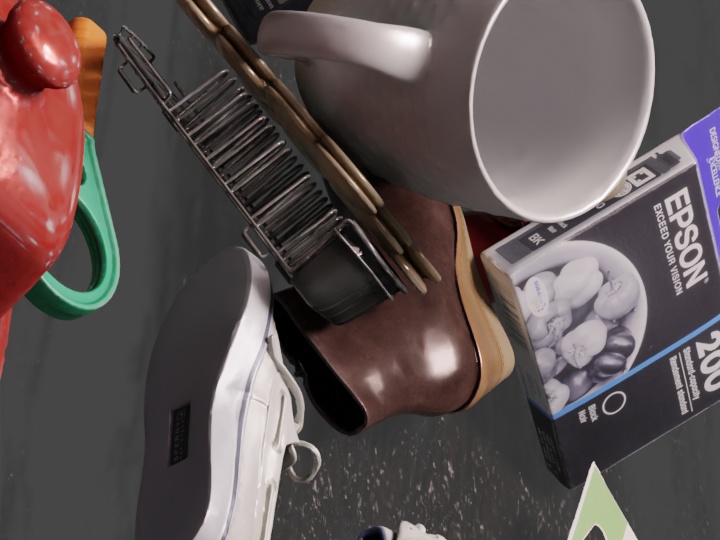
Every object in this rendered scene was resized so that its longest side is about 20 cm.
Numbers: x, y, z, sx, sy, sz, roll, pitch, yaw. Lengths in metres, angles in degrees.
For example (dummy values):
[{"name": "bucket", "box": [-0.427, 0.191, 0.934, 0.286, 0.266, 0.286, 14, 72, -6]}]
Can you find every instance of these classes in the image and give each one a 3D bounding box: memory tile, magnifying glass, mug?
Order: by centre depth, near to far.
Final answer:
[{"name": "magnifying glass", "box": [-0.155, -0.058, 1.348, 0.080, 0.022, 0.201, 41, 34, -35]}, {"name": "mug", "box": [0.034, -0.115, 1.405, 0.200, 0.175, 0.148, 8, 95, -44]}, {"name": "memory tile", "box": [-0.032, -0.078, 1.444, 0.200, 0.017, 0.153, 49, 0, 31]}]

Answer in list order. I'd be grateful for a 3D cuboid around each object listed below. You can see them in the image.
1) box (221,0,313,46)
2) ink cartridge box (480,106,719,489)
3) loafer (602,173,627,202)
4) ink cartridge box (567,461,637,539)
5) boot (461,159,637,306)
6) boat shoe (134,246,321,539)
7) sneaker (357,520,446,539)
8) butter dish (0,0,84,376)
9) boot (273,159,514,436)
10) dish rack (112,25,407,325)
[{"name": "box", "box": [0.013, -0.256, 1.614, 0.118, 0.200, 0.197, 59, 27, -5]}, {"name": "ink cartridge box", "box": [0.186, 0.018, 1.619, 0.043, 0.200, 0.199, 43, -20, 47]}, {"name": "loafer", "box": [0.069, -0.098, 1.541, 0.199, 0.068, 0.076, 11, 38, -2]}, {"name": "ink cartridge box", "box": [0.161, 0.242, 1.576, 0.200, 0.048, 0.146, 57, 28, -18]}, {"name": "boot", "box": [0.125, -0.030, 1.665, 0.200, 0.144, 0.073, -12, 78, -60]}, {"name": "boat shoe", "box": [-0.060, 0.085, 1.325, 0.086, 0.074, 0.203, 40, 37, -35]}, {"name": "sneaker", "box": [0.042, 0.179, 1.422, 0.200, 0.074, 0.087, 4, 57, -59]}, {"name": "butter dish", "box": [-0.191, -0.076, 1.166, 0.200, 0.148, 0.200, 39, 36, -37]}, {"name": "boot", "box": [0.000, 0.000, 1.508, 0.166, 0.072, 0.200, -11, 64, -52]}, {"name": "dish rack", "box": [-0.058, -0.057, 1.392, 0.200, 0.054, 0.153, 52, 0, 9]}]
